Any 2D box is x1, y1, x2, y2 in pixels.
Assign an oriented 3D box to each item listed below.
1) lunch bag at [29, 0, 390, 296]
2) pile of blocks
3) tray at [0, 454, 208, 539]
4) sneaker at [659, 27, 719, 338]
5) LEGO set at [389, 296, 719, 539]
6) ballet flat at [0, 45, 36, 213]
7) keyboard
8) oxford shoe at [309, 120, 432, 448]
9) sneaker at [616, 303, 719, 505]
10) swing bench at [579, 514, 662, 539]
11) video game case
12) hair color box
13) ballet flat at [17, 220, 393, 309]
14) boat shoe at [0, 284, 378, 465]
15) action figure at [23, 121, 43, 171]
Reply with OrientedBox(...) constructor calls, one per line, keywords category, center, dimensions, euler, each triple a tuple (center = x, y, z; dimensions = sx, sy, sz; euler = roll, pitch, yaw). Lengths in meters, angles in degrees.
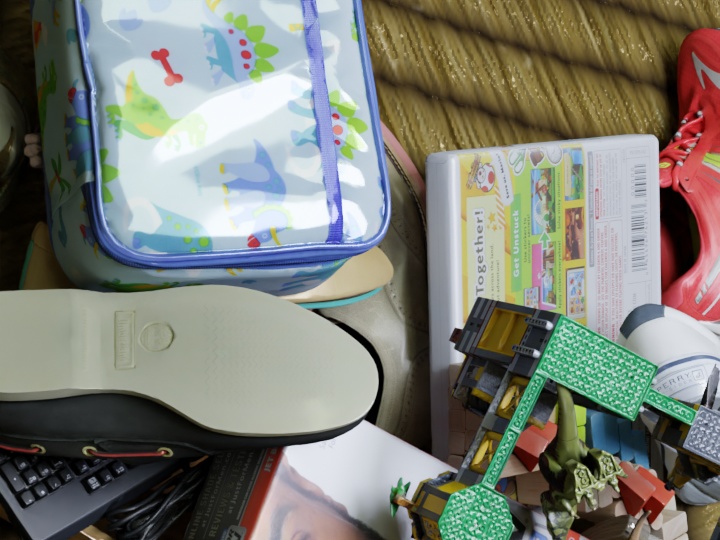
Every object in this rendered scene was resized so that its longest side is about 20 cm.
OrientedBox(category="lunch bag", center=(-0.070, -0.090, 1.238), dimensions=(0.160, 0.082, 0.201), euler=(0, 74, -24))
OrientedBox(category="pile of blocks", center=(0.125, 0.096, 1.371), dimensions=(0.200, 0.062, 0.082), euler=(31, 71, -45))
OrientedBox(category="tray", center=(-0.086, 0.119, 1.299), dimensions=(0.200, 0.037, 0.099), euler=(34, 55, -19))
OrientedBox(category="sneaker", center=(0.201, -0.059, 1.545), dimensions=(0.085, 0.077, 0.201), euler=(11, 64, -24))
OrientedBox(category="LEGO set", center=(0.105, 0.099, 1.262), dimensions=(0.199, 0.116, 0.154), euler=(19, 88, -21))
OrientedBox(category="ballet flat", center=(-0.202, -0.042, 1.269), dimensions=(0.071, 0.071, 0.200), euler=(38, 54, -15))
OrientedBox(category="keyboard", center=(-0.091, 0.070, 1.269), dimensions=(0.200, 0.040, 0.104), euler=(-31, 89, -38))
OrientedBox(category="oxford shoe", center=(0.000, 0.000, 1.385), dimensions=(0.075, 0.070, 0.201), euler=(-15, 79, -35))
OrientedBox(category="sneaker", center=(0.188, 0.071, 1.431), dimensions=(0.200, 0.073, 0.071), euler=(56, 14, -63))
OrientedBox(category="swing bench", center=(0.163, 0.266, 1.351), dimensions=(0.198, 0.130, 0.201), euler=(31, 51, -19))
OrientedBox(category="video game case", center=(0.101, 0.032, 1.403), dimensions=(0.182, 0.023, 0.201), euler=(-8, 99, -48))
OrientedBox(category="hair color box", center=(0.013, 0.145, 1.274), dimensions=(0.200, 0.064, 0.111), euler=(29, 74, -31))
OrientedBox(category="ballet flat", center=(-0.071, -0.008, 1.281), dimensions=(0.199, 0.069, 0.063), euler=(-9, 113, -28))
OrientedBox(category="boat shoe", center=(-0.091, 0.051, 1.200), dimensions=(0.200, 0.063, 0.074), euler=(3, 57, 3))
OrientedBox(category="action figure", center=(-0.125, -0.087, 1.334), dimensions=(0.133, 0.149, 0.201), euler=(8, 86, -26))
